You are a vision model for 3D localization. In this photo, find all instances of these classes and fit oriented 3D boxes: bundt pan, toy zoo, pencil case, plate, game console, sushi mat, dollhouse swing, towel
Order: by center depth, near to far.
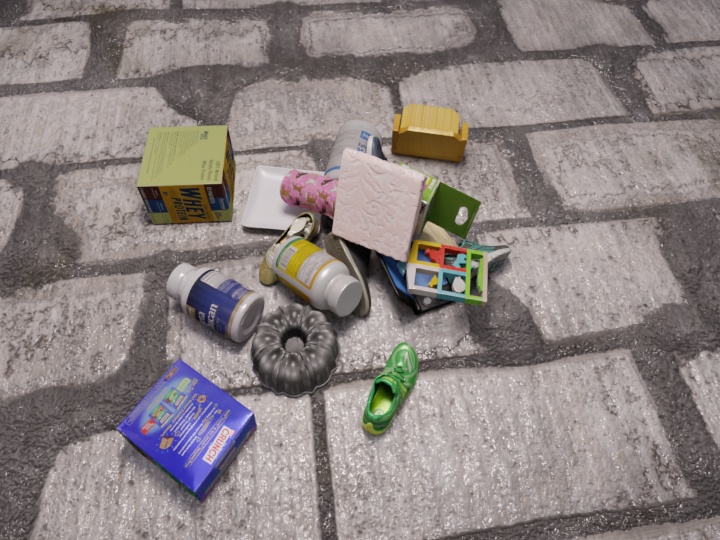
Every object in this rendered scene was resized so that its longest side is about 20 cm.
[{"bbox_3d":[-0.138,0.154,1.115,0.196,0.076,0.206,1,56,-2],"label":"bundt pan"},{"bbox_3d":[0.035,-0.137,1.117,0.197,0.195,0.032,23,29,25],"label":"towel"},{"bbox_3d":[0.175,0.001,1.144,0.195,0.021,0.134,10,55,2],"label":"toy zoo"},{"bbox_3d":[0.119,-0.016,1.210,0.172,0.117,0.203,-17,59,-13],"label":"game console"},{"bbox_3d":[-0.101,-0.178,1.261,0.197,0.084,0.087,21,59,31],"label":"pencil case"},{"bbox_3d":[0.191,-0.061,1.275,0.094,0.012,0.202,-24,69,-33],"label":"sushi mat"},{"bbox_3d":[-0.187,-0.175,1.352,0.194,0.033,0.204,6,57,1],"label":"plate"},{"bbox_3d":[0.193,-0.409,1.446,0.194,0.182,0.181,9,77,4],"label":"dollhouse swing"}]

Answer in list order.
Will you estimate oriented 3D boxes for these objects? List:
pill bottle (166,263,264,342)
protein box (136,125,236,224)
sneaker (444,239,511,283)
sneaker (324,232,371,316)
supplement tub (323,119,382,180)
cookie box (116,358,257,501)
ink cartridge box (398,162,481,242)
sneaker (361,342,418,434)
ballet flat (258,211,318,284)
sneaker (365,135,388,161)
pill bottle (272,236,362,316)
[{"bbox_3d":[-0.315,0.063,1.145,0.196,0.112,0.112,25,59,14],"label":"pill bottle"},{"bbox_3d":[-0.422,-0.239,1.322,0.194,0.136,0.203,-3,56,-3],"label":"protein box"},{"bbox_3d":[0.267,-0.039,1.238,0.196,0.078,0.092,-15,60,-31],"label":"sneaker"},{"bbox_3d":[0.000,0.000,1.223,0.105,0.074,0.204,-8,72,-46],"label":"sneaker"},{"bbox_3d":[-0.020,-0.268,1.360,0.128,0.133,0.204,10,58,5],"label":"supplement tub"},{"bbox_3d":[-0.325,0.300,1.012,0.197,0.076,0.172,30,60,16],"label":"cookie box"},{"bbox_3d":[0.148,-0.127,1.171,0.197,0.149,0.077,27,60,10],"label":"ink cartridge box"},{"bbox_3d":[0.066,0.230,1.068,0.073,0.084,0.202,21,58,12],"label":"sneaker"},{"bbox_3d":[-0.171,-0.058,1.236,0.070,0.071,0.201,33,73,19],"label":"ballet flat"},{"bbox_3d":[0.091,-0.226,1.270,0.142,0.207,0.077,-3,22,20],"label":"sneaker"},{"bbox_3d":[-0.093,0.015,1.161,0.198,0.114,0.113,31,60,33],"label":"pill bottle"}]
